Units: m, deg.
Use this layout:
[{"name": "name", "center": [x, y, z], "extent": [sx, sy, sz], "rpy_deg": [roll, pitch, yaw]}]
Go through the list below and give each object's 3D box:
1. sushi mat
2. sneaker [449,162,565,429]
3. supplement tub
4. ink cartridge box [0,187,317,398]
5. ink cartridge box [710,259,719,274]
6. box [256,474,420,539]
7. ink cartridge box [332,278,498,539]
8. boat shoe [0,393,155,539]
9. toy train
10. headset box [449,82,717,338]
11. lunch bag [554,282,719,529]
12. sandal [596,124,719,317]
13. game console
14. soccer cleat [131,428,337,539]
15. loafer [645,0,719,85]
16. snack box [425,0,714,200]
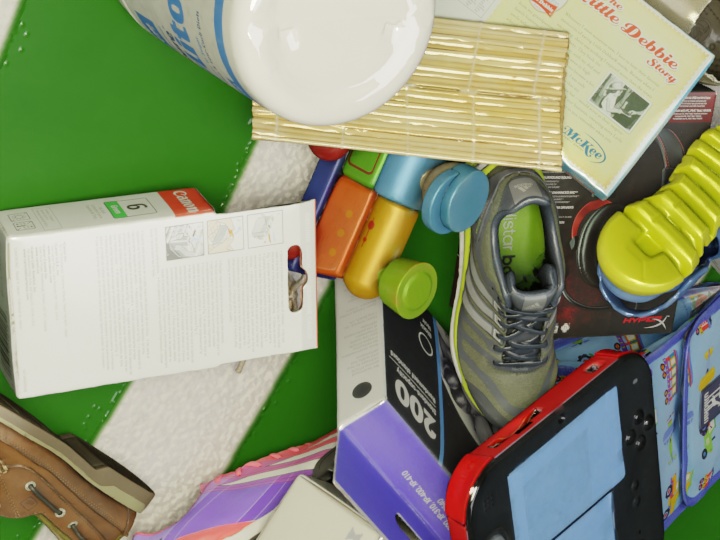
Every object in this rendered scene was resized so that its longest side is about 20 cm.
[{"name": "sushi mat", "center": [0.031, -0.117, 1.462], "extent": [0.199, 0.012, 0.096], "rpy_deg": [6, 76, 0]}, {"name": "sneaker", "center": [0.099, 0.021, 1.515], "extent": [0.074, 0.081, 0.200], "rpy_deg": [-10, 112, -9]}, {"name": "supplement tub", "center": [-0.056, -0.172, 1.356], "extent": [0.132, 0.200, 0.132], "rpy_deg": [-11, 114, -26]}, {"name": "ink cartridge box", "center": [-0.128, 0.008, 1.466], "extent": [0.200, 0.050, 0.109], "rpy_deg": [-8, 114, -19]}, {"name": "ink cartridge box", "center": [0.343, -0.038, 1.643], "extent": [0.146, 0.200, 0.083], "rpy_deg": [-47, 125, -6]}, {"name": "box", "center": [0.006, 0.208, 1.575], "extent": [0.095, 0.078, 0.200], "rpy_deg": [-57, 152, 1]}, {"name": "ink cartridge box", "center": [0.049, 0.120, 1.548], "extent": [0.043, 0.200, 0.198], "rpy_deg": [-24, 128, 21]}, {"name": "boat shoe", "center": [-0.216, 0.125, 1.463], "extent": [0.200, 0.072, 0.068], "rpy_deg": [37, 88, -35]}, {"name": "toy train", "center": [0.000, 0.000, 1.501], "extent": [0.085, 0.116, 0.200], "rpy_deg": [13, 103, -52]}, {"name": "headset box", "center": [0.154, -0.059, 1.601], "extent": [0.148, 0.075, 0.200], "rpy_deg": [-1, 110, -28]}, {"name": "lunch bag", "center": [0.215, 0.103, 1.707], "extent": [0.200, 0.094, 0.151], "rpy_deg": [-27, 120, -39]}, {"name": "sandal", "center": [0.226, -0.033, 1.572], "extent": [0.200, 0.080, 0.087], "rpy_deg": [-30, 160, -26]}, {"name": "game console", "center": [0.135, 0.163, 1.543], "extent": [0.200, 0.031, 0.177], "rpy_deg": [-34, 123, -37]}, {"name": "soccer cleat", "center": [-0.065, 0.152, 1.571], "extent": [0.200, 0.073, 0.068], "rpy_deg": [-38, 151, -31]}, {"name": "loafer", "center": [0.210, -0.193, 1.583], "extent": [0.200, 0.068, 0.076], "rpy_deg": [36, 90, -35]}, {"name": "snack box", "center": [0.114, -0.152, 1.497], "extent": [0.200, 0.037, 0.116], "rpy_deg": [38, 88, 1]}]
